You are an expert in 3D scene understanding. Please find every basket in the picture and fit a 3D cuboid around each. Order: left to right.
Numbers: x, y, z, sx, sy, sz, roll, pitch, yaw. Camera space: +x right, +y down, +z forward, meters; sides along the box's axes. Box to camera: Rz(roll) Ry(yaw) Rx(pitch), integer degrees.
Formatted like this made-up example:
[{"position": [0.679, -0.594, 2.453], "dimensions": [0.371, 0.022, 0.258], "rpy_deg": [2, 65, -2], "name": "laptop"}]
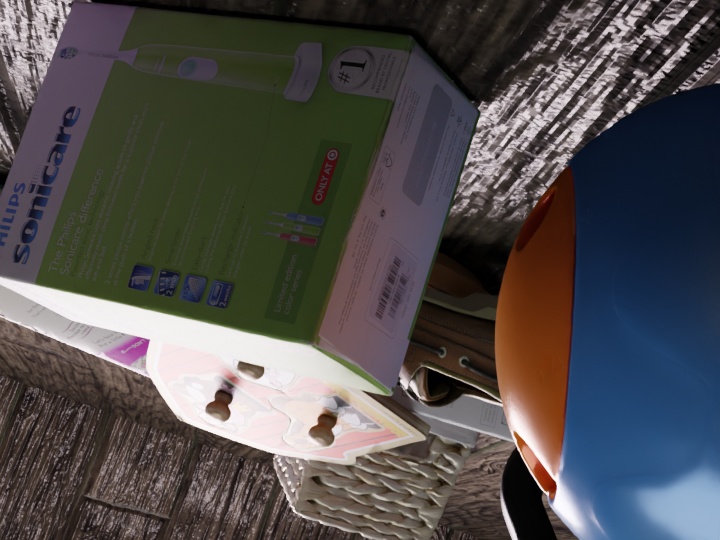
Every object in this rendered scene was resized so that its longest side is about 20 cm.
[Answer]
[{"position": [0.007, 0.146, 1.391], "dimensions": [0.135, 0.124, 0.200], "rpy_deg": [18, -175, -10], "name": "basket"}]

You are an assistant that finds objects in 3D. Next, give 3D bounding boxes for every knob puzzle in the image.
[{"position": [-0.078, 0.100, 1.198], "dimensions": [0.219, 0.031, 0.220], "rpy_deg": [15, 150, 9], "name": "knob puzzle"}]

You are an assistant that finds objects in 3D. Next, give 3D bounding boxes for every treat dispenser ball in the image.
[{"position": [0.150, 0.028, 0.613], "dimensions": [0.200, 0.202, 0.201], "rpy_deg": [17, 168, 4], "name": "treat dispenser ball"}]

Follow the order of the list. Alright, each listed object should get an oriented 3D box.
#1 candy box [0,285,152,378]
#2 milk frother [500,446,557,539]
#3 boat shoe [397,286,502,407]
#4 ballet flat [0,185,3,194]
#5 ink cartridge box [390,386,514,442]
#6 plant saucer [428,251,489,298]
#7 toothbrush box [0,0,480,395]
[{"position": [-0.170, 0.006, 1.188], "dimensions": [0.200, 0.061, 0.136], "rpy_deg": [26, 137, -31], "name": "candy box"}, {"position": [0.187, 0.127, 0.970], "dimensions": [0.180, 0.189, 0.200], "rpy_deg": [-6, 145, -16], "name": "milk frother"}, {"position": [0.042, 0.048, 1.022], "dimensions": [0.199, 0.068, 0.072], "rpy_deg": [6, 164, 43], "name": "boat shoe"}, {"position": [-0.250, -0.031, 1.255], "dimensions": [0.199, 0.072, 0.072], "rpy_deg": [6, 163, 41], "name": "ballet flat"}, {"position": [0.049, 0.072, 1.212], "dimensions": [0.199, 0.051, 0.109], "rpy_deg": [14, -169, 19], "name": "ink cartridge box"}, {"position": [0.000, 0.000, 1.105], "dimensions": [0.199, 0.032, 0.200], "rpy_deg": [18, 168, 4], "name": "plant saucer"}, {"position": [-0.064, -0.038, 0.768], "dimensions": [0.199, 0.146, 0.086], "rpy_deg": [10, 166, 29], "name": "toothbrush box"}]
